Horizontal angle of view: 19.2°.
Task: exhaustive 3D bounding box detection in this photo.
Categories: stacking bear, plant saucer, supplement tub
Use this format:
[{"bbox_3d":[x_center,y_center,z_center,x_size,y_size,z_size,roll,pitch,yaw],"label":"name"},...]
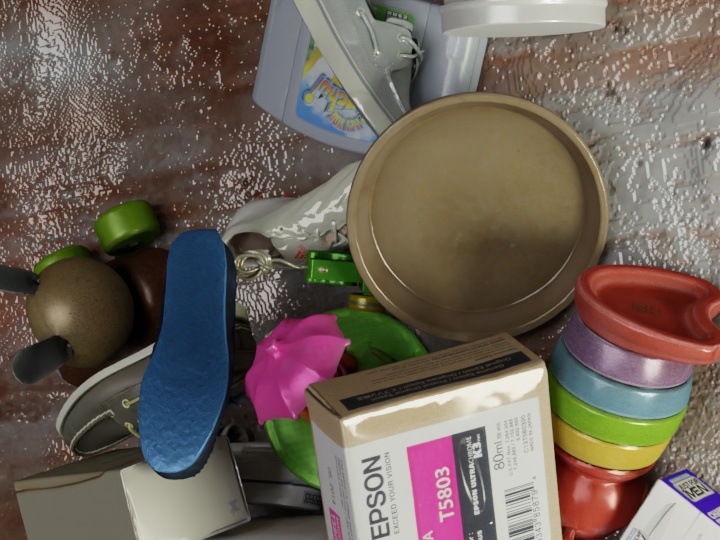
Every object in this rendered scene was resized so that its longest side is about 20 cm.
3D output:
[{"bbox_3d":[0.187,0.108,1.565,0.113,0.122,0.201,14,115,2],"label":"stacking bear"},{"bbox_3d":[0.088,-0.042,1.610,0.198,0.030,0.202,0,111,0],"label":"plant saucer"},{"bbox_3d":[0.117,-0.278,1.566,0.145,0.145,0.202,-2,91,33],"label":"supplement tub"}]

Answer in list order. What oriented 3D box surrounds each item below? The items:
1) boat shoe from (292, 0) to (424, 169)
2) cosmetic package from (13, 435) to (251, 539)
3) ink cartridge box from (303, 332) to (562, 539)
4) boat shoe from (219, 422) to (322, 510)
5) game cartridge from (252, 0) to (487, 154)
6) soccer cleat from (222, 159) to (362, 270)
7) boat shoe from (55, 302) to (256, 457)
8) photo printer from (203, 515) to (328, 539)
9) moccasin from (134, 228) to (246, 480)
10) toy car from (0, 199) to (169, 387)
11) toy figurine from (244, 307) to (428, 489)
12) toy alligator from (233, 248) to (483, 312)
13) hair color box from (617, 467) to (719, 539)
[{"bbox_3d":[0.009,-0.173,1.645,0.071,0.070,0.202,-31,76,5],"label":"boat shoe"},{"bbox_3d":[-0.185,0.184,1.692,0.200,0.103,0.074,-15,91,55],"label":"cosmetic package"},{"bbox_3d":[0.058,0.165,1.546,0.075,0.164,0.201,-142,41,-62],"label":"ink cartridge box"},{"bbox_3d":[-0.116,0.160,1.784,0.199,0.072,0.066,2,80,37],"label":"boat shoe"},{"bbox_3d":[0.003,-0.163,1.711,0.199,0.040,0.134,18,105,31],"label":"game cartridge"},{"bbox_3d":[-0.029,-0.038,1.705,0.199,0.078,0.070,-15,120,36],"label":"soccer cleat"},{"bbox_3d":[-0.165,0.100,1.714,0.201,0.072,0.061,-34,61,23],"label":"boat shoe"},{"bbox_3d":[-0.062,0.235,1.688,0.199,0.166,0.070,-6,90,40],"label":"photo printer"},{"bbox_3d":[-0.118,0.068,1.619,0.080,0.068,0.201,5,65,14],"label":"moccasin"},{"bbox_3d":[-0.241,0.044,1.779,0.157,0.200,0.165,-33,75,29],"label":"toy car"},{"bbox_3d":[-0.011,0.104,1.625,0.199,0.184,0.151,35,90,18],"label":"toy figurine"},{"bbox_3d":[0.000,0.000,1.679,0.198,0.054,0.060,5,95,1],"label":"toy alligator"},{"bbox_3d":[0.274,0.248,1.536,0.200,0.065,0.110,38,111,20],"label":"hair color box"}]
